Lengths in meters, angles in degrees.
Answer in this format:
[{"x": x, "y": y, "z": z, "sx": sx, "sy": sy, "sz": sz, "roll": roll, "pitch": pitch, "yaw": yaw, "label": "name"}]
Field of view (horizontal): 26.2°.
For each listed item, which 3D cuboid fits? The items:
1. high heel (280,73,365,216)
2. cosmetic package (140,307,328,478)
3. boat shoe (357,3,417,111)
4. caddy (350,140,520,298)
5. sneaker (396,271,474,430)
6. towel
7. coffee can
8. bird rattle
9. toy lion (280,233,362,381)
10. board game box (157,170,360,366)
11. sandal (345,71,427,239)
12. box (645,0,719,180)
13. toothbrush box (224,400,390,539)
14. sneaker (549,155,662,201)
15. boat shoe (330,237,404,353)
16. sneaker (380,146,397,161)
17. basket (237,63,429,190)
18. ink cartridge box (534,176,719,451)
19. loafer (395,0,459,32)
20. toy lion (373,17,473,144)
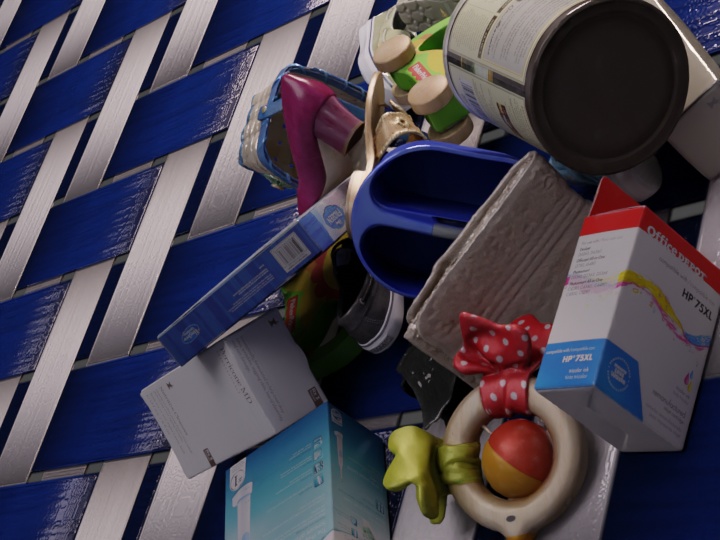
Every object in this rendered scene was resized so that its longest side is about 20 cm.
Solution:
[{"x": -0.056, "y": -0.129, "z": 1.631, "sx": 0.067, "sy": 0.096, "sz": 0.200, "roll": -47, "pitch": -9, "yaw": -34, "label": "high heel"}, {"x": -0.132, "y": 0.129, "z": 1.590, "sx": 0.081, "sy": 0.113, "sz": 0.200, "roll": -29, "pitch": -4, "yaw": -37, "label": "cosmetic package"}, {"x": 0.038, "y": -0.256, "z": 1.816, "sx": 0.062, "sy": 0.072, "sz": 0.201, "roll": -43, "pitch": 30, "yaw": 21, "label": "boat shoe"}, {"x": 0.090, "y": -0.043, "z": 1.416, "sx": 0.105, "sy": 0.198, "sz": 0.143, "roll": -90, "pitch": 9, "yaw": -75, "label": "caddy"}, {"x": 0.067, "y": 0.074, "z": 1.470, "sx": 0.105, "sy": 0.060, "sz": 0.200, "roll": -52, "pitch": 31, "yaw": 5, "label": "sneaker"}, {"x": 0.136, "y": 0.010, "z": 1.369, "sx": 0.201, "sy": 0.132, "sz": 0.034, "roll": -52, "pitch": 24, "yaw": 2, "label": "towel"}, {"x": 0.173, "y": -0.178, "z": 1.344, "sx": 0.147, "sy": 0.146, "sz": 0.200, "roll": -53, "pitch": 25, "yaw": 3, "label": "coffee can"}, {"x": 0.123, "y": 0.140, "z": 1.305, "sx": 0.163, "sy": 0.113, "sz": 0.201, "roll": 39, "pitch": 91, "yaw": 28, "label": "bird rattle"}, {"x": -0.017, "y": 0.017, "z": 1.648, "sx": 0.191, "sy": 0.069, "sz": 0.201, "roll": -24, "pitch": 43, "yaw": 30, "label": "toy lion"}, {"x": -0.088, "y": -0.005, "z": 1.554, "sx": 0.200, "sy": 0.043, "sz": 0.199, "roll": -38, "pitch": 4, "yaw": 25, "label": "board game box"}, {"x": 0.036, "y": -0.113, "z": 1.537, "sx": 0.069, "sy": 0.078, "sz": 0.213, "roll": 1, "pitch": 48, "yaw": 12, "label": "sandal"}, {"x": 0.284, "y": -0.174, "z": 1.393, "sx": 0.068, "sy": 0.082, "sz": 0.201, "roll": -42, "pitch": 32, "yaw": 18, "label": "box"}, {"x": -0.051, "y": 0.248, "z": 1.441, "sx": 0.146, "sy": 0.085, "sz": 0.201, "roll": -37, "pitch": 35, "yaw": 26, "label": "toothbrush box"}, {"x": 0.217, "y": -0.101, "z": 1.433, "sx": 0.082, "sy": 0.074, "sz": 0.200, "roll": -53, "pitch": 22, "yaw": 19, "label": "sneaker"}, {"x": 0.000, "y": 0.000, "z": 1.537, "sx": 0.070, "sy": 0.066, "sz": 0.201, "roll": -41, "pitch": 28, "yaw": 30, "label": "boat shoe"}, {"x": 0.078, "y": -0.085, "z": 1.596, "sx": 0.199, "sy": 0.079, "sz": 0.075, "roll": 23, "pitch": 121, "yaw": 50, "label": "sneaker"}, {"x": -0.033, "y": -0.150, "z": 1.724, "sx": 0.199, "sy": 0.175, "sz": 0.140, "roll": -18, "pitch": 57, "yaw": 58, "label": "basket"}, {"x": 0.224, "y": 0.031, "z": 1.243, "sx": 0.067, "sy": 0.116, "sz": 0.202, "roll": -10, "pitch": 53, "yaw": 50, "label": "ink cartridge box"}, {"x": 0.124, "y": -0.312, "z": 1.751, "sx": 0.199, "sy": 0.070, "sz": 0.070, "roll": 9, "pitch": 51, "yaw": 46, "label": "loafer"}, {"x": 0.129, "y": -0.226, "z": 1.635, "sx": 0.191, "sy": 0.069, "sz": 0.200, "roll": -34, "pitch": 33, "yaw": 0, "label": "toy lion"}]
